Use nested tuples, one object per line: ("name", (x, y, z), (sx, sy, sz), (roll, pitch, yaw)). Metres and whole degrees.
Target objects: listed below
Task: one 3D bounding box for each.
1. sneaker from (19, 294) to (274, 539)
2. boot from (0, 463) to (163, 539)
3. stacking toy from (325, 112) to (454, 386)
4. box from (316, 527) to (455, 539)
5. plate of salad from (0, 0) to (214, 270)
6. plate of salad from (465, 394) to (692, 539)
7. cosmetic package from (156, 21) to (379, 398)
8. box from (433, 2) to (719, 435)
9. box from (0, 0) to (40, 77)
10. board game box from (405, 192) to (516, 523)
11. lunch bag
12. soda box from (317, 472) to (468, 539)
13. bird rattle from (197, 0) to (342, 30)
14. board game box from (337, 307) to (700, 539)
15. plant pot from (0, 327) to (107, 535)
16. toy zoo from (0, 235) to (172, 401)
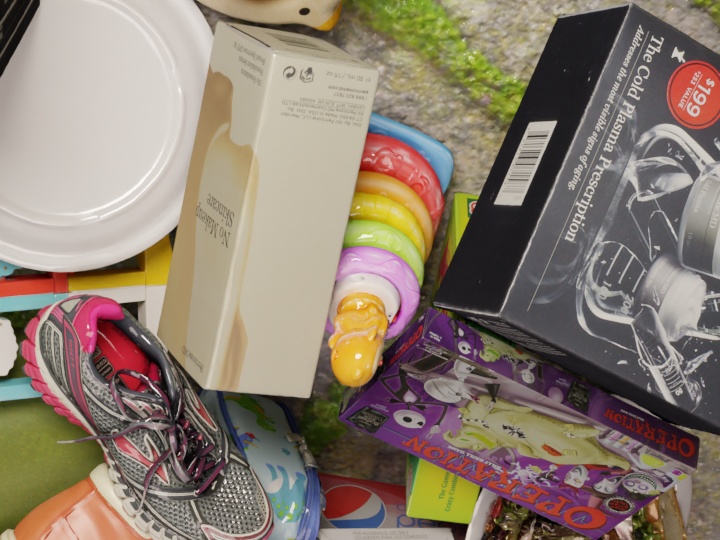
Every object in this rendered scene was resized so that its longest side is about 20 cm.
("sneaker", (-0.125, 0.100, 1.184), (0.200, 0.081, 0.074), (48, 146, -16))
("boot", (-0.134, 0.218, 1.229), (0.107, 0.075, 0.200), (-41, 97, -3))
("stacking toy", (0.000, 0.000, 1.184), (0.109, 0.201, 0.116), (22, 124, -17))
("box", (-0.019, 0.260, 1.359), (0.116, 0.060, 0.200), (3, 139, -32))
("plate of salad", (-0.180, -0.101, 1.170), (0.198, 0.048, 0.202), (-2, 99, -13))
("plate of salad", (0.162, 0.186, 1.370), (0.199, 0.048, 0.202), (-12, 114, -27))
("cosmetic package", (-0.058, -0.036, 1.140), (0.071, 0.105, 0.202), (6, 103, -25))
("box", (0.175, -0.029, 1.162), (0.181, 0.104, 0.201), (26, 84, -19))
("box", (-0.228, -0.214, 0.995), (0.122, 0.200, 0.200), (6, 110, -4))
("board game box", (0.069, 0.061, 1.292), (0.047, 0.102, 0.201), (7, 127, -4))
("lunch bag", (-0.107, 0.187, 1.339), (0.082, 0.161, 0.201), (23, 107, -24))
("soda box", (0.022, 0.202, 1.418), (0.198, 0.070, 0.064), (9, 127, -6))
("bird rattle", (-0.069, -0.201, 1.102), (0.198, 0.113, 0.164), (7, 143, -1))
("board game box", (0.099, 0.100, 1.218), (0.199, 0.032, 0.120), (25, 146, -14))
("plant pot", (-0.238, 0.111, 1.297), (0.188, 0.201, 0.201), (-10, 128, -8))
("toy zoo", (-0.194, 0.013, 1.215), (0.198, 0.020, 0.132), (-5, 102, -23))
